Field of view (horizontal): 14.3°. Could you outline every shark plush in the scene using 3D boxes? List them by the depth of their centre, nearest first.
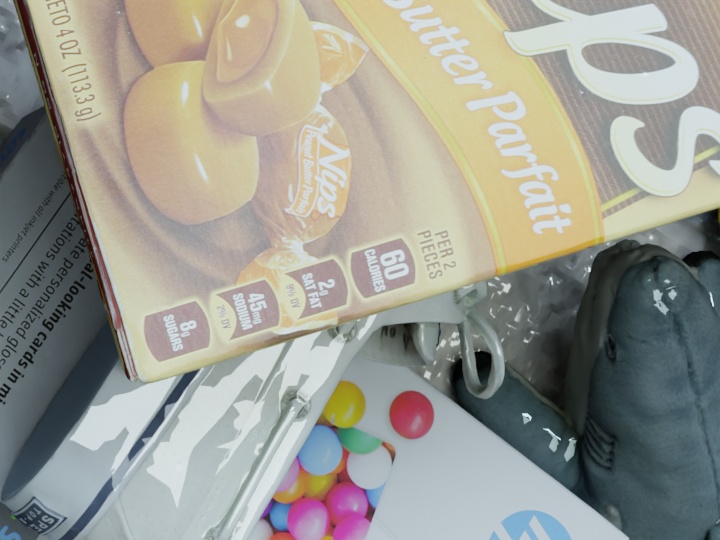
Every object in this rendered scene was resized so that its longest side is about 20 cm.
[{"bbox_3d":[0.091,0.087,0.817,0.091,0.083,0.200,-11,101,-21],"label":"shark plush"}]

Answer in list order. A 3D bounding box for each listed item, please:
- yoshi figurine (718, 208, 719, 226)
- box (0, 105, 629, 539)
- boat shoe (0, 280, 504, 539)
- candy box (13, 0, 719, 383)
[{"bbox_3d":[0.215,-0.002,0.847,0.200,0.112,0.113,17,81,-29],"label":"yoshi figurine"},{"bbox_3d":[-0.049,0.077,0.756,0.200,0.041,0.156,39,73,-14],"label":"box"},{"bbox_3d":[0.001,0.000,0.723,0.086,0.075,0.202,37,75,-12],"label":"boat shoe"},{"bbox_3d":[0.025,-0.057,0.664,0.200,0.055,0.116,-17,92,-6],"label":"candy box"}]
